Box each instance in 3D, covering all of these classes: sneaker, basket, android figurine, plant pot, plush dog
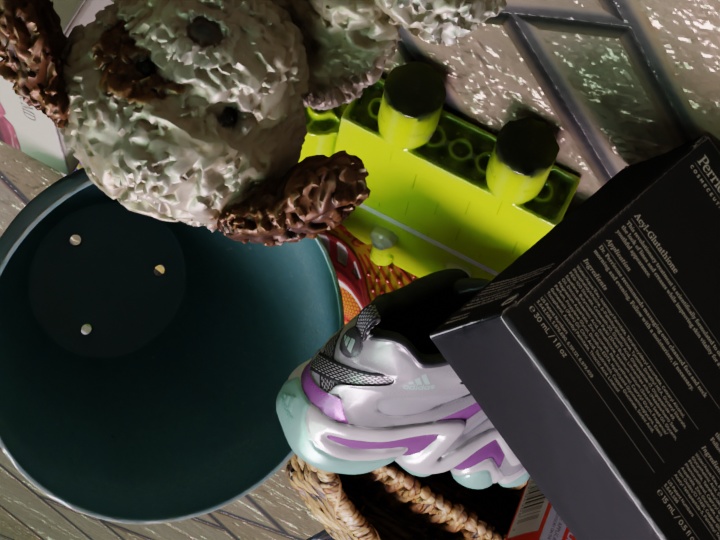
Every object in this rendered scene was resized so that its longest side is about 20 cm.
[{"bbox_3d":[0.067,0.049,0.998,0.200,0.078,0.140,2,138,-40],"label":"sneaker"},{"bbox_3d":[0.066,0.139,1.228,0.200,0.143,0.149,35,160,-14],"label":"basket"},{"bbox_3d":[0.043,-0.036,0.987,0.182,0.041,0.200,27,158,3],"label":"android figurine"},{"bbox_3d":[-0.126,0.023,1.043,0.200,0.200,0.135,40,178,-27],"label":"plant pot"},{"bbox_3d":[0.000,0.000,1.119,0.200,0.073,0.077,34,176,10],"label":"sneaker"},{"bbox_3d":[-0.060,-0.101,0.779,0.200,0.172,0.160,29,161,-1],"label":"plush dog"}]

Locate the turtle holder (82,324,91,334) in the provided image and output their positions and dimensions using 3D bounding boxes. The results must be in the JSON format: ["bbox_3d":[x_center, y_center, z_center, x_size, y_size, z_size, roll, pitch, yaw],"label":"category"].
[{"bbox_3d":[-0.169,0.078,1.311,0.141,0.132,0.186,24,159,21],"label":"turtle holder"}]

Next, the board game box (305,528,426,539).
[{"bbox_3d":[0.055,0.206,1.337,0.200,0.200,0.062,35,146,-15],"label":"board game box"}]

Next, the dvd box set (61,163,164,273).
[{"bbox_3d":[-0.147,-0.052,1.184,0.146,0.029,0.200,33,165,37],"label":"dvd box set"}]

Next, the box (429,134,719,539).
[{"bbox_3d":[0.150,0.064,0.849,0.200,0.141,0.079,54,157,-7],"label":"box"}]

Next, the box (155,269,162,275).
[{"bbox_3d":[-0.104,0.047,1.394,0.119,0.042,0.200,24,157,17],"label":"box"}]

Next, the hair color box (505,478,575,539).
[{"bbox_3d":[0.196,0.176,1.157,0.200,0.111,0.064,27,160,-12],"label":"hair color box"}]

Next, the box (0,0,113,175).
[{"bbox_3d":[-0.209,-0.156,0.945,0.200,0.109,0.128,27,159,9],"label":"box"}]
